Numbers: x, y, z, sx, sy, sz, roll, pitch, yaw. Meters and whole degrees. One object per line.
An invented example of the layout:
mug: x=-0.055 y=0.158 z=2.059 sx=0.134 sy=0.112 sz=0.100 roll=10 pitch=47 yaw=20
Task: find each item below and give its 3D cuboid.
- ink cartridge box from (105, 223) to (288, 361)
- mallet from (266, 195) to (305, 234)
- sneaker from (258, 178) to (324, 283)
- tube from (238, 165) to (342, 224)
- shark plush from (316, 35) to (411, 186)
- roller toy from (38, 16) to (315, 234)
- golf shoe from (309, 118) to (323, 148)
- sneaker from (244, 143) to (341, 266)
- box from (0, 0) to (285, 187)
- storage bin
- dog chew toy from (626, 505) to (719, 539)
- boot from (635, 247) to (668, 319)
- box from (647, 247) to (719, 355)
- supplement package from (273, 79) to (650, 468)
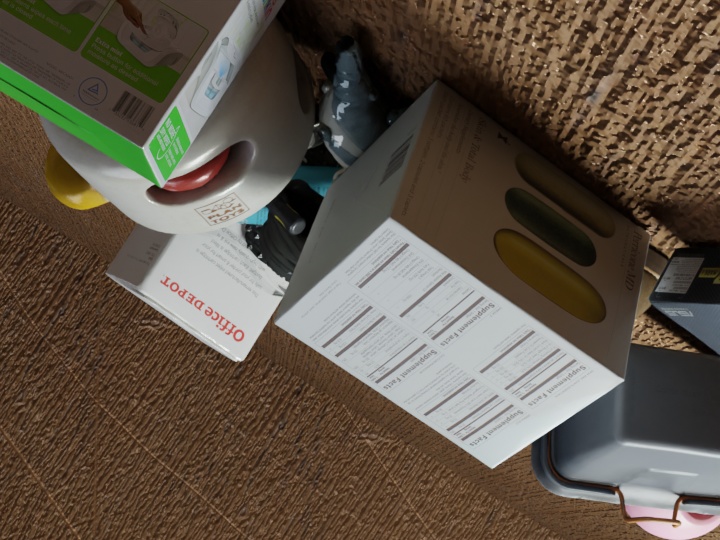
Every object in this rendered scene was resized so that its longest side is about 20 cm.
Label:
ink cartridge box: x=-0.131 y=-0.035 z=1.512 sx=0.146 sy=0.200 sz=0.084 roll=39 pitch=168 yaw=-34
mallet: x=-0.110 y=-0.096 z=1.239 sx=0.200 sy=0.041 sz=0.066 roll=46 pitch=177 yaw=16
sneaker: x=0.000 y=0.000 z=1.245 sx=0.200 sy=0.076 sz=0.091 roll=32 pitch=151 yaw=14
tube: x=-0.048 y=-0.063 z=1.326 sx=0.199 sy=0.050 sz=0.078 roll=3 pitch=143 yaw=-4
shark plush: x=0.014 y=-0.124 z=1.167 sx=0.083 sy=0.091 sz=0.200 roll=4 pitch=144 yaw=16
roller toy: x=-0.133 y=-0.124 z=1.143 sx=0.182 sy=0.200 sz=0.140 roll=20 pitch=166 yaw=24
golf shoe: x=-0.100 y=-0.120 z=1.305 sx=0.200 sy=0.088 sz=0.077 roll=8 pitch=130 yaw=60
sneaker: x=-0.046 y=-0.085 z=1.419 sx=0.066 sy=0.090 sz=0.200 roll=42 pitch=145 yaw=9
box: x=-0.168 y=-0.186 z=0.994 sx=0.200 sy=0.177 sz=0.097 roll=30 pitch=169 yaw=7
storage bin: x=0.254 y=0.129 z=1.256 sx=0.199 sy=0.146 sz=0.134 roll=9 pitch=163 yaw=-10
dog chew toy: x=0.299 y=0.197 z=1.604 sx=0.124 sy=0.125 sz=0.200 roll=37 pitch=176 yaw=-26
boot: x=0.183 y=0.025 z=1.247 sx=0.074 sy=0.076 sz=0.200 roll=31 pitch=171 yaw=-4
box: x=0.310 y=0.046 z=1.041 sx=0.158 sy=0.051 sz=0.200 roll=34 pitch=169 yaw=-20
supplement package: x=0.076 y=0.005 z=1.106 sx=0.200 sy=0.152 sz=0.151 roll=34 pitch=135 yaw=-14
